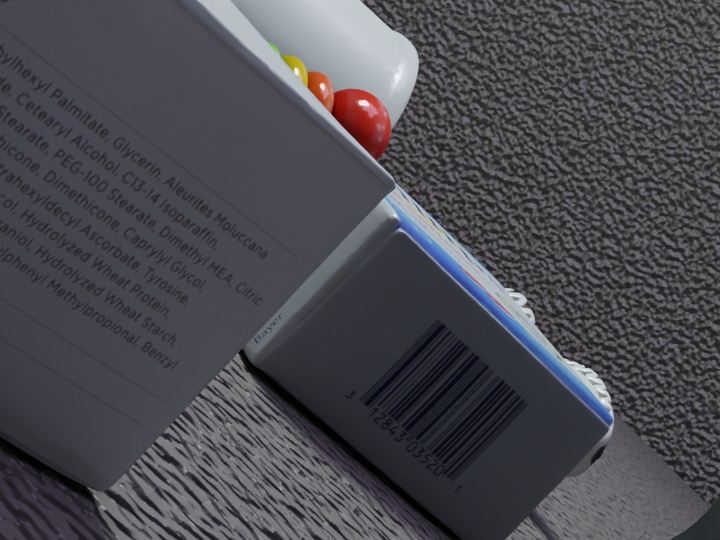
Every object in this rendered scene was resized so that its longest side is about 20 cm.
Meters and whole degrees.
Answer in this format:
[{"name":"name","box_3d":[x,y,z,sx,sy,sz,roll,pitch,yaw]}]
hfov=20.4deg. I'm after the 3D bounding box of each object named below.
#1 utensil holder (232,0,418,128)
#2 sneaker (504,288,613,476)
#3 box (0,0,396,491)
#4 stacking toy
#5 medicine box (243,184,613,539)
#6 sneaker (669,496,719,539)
[{"name":"utensil holder","box_3d":[-0.080,-0.182,1.645,0.200,0.170,0.170,39,7,-26]},{"name":"sneaker","box_3d":[0.102,0.072,1.380,0.081,0.076,0.200,23,16,-36]},{"name":"box","box_3d":[-0.127,-0.075,0.581,0.200,0.131,0.199,39,8,-45]},{"name":"stacking toy","box_3d":[-0.069,-0.116,1.320,0.199,0.086,0.085,21,14,-23]},{"name":"medicine box","box_3d":[0.012,0.023,1.067,0.182,0.103,0.200,42,7,-29]},{"name":"sneaker","box_3d":[0.279,0.247,1.371,0.200,0.106,0.075,47,6,30]}]
